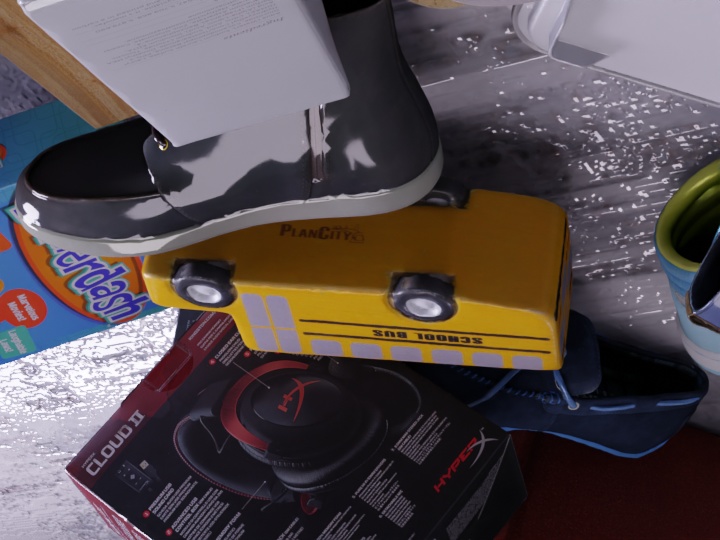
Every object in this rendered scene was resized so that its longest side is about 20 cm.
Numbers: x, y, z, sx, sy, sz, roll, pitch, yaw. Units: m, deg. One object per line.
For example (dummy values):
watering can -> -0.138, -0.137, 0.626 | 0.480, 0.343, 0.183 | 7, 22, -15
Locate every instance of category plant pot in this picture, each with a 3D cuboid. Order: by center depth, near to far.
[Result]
plant pot -> 0.137, 0.188, 1.068 | 0.198, 0.178, 0.200 | 17, 148, -11

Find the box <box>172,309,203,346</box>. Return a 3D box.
box -> -0.094, 0.139, 1.042 | 0.049, 0.202, 0.158 | 6, 150, 2

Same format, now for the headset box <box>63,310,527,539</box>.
headset box -> -0.039, 0.101, 0.894 | 0.199, 0.149, 0.075 | 31, 160, 28

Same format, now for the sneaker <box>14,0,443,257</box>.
sneaker -> -0.069, -0.075, 0.777 | 0.198, 0.075, 0.107 | -9, 130, 10

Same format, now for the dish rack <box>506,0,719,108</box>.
dish rack -> 0.151, -0.125, 0.687 | 0.170, 0.044, 0.200 | 16, 148, -6

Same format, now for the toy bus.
toy bus -> 0.000, 0.000, 0.853 | 0.198, 0.066, 0.079 | 3, 150, 12

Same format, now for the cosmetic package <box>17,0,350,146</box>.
cosmetic package -> -0.065, -0.123, 0.615 | 0.080, 0.114, 0.200 | -16, 169, 3

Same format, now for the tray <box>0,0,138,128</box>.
tray -> -0.123, -0.126, 0.651 | 0.037, 0.100, 0.200 | -18, 169, 6

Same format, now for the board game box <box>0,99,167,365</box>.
board game box -> -0.197, -0.007, 0.909 | 0.198, 0.045, 0.153 | -19, 148, -1

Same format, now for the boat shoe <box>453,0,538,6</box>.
boat shoe -> 0.066, -0.169, 0.613 | 0.074, 0.094, 0.200 | 2, 165, -11

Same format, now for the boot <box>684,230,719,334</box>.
boot -> 0.220, -0.031, 0.736 | 0.096, 0.075, 0.201 | 22, 116, -11

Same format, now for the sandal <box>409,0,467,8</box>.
sandal -> 0.006, -0.157, 0.657 | 0.077, 0.070, 0.212 | -2, 146, 21

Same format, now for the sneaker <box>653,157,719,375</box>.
sneaker -> 0.229, -0.004, 0.822 | 0.198, 0.080, 0.131 | -7, 146, 26

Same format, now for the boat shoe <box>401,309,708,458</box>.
boat shoe -> 0.104, 0.044, 0.960 | 0.198, 0.085, 0.069 | 11, 140, -36
